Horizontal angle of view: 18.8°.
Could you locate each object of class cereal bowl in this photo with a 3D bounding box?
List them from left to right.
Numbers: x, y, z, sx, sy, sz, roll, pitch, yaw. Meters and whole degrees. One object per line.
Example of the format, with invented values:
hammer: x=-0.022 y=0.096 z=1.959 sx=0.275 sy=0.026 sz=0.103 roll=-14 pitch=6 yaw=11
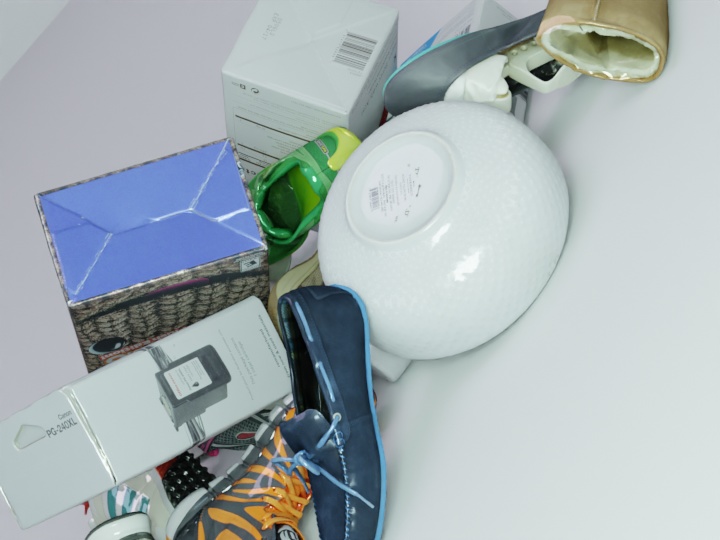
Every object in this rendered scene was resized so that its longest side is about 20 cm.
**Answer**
cereal bowl: x=0.049 y=-0.041 z=1.600 sx=0.199 sy=0.083 sz=0.201 roll=-16 pitch=57 yaw=25

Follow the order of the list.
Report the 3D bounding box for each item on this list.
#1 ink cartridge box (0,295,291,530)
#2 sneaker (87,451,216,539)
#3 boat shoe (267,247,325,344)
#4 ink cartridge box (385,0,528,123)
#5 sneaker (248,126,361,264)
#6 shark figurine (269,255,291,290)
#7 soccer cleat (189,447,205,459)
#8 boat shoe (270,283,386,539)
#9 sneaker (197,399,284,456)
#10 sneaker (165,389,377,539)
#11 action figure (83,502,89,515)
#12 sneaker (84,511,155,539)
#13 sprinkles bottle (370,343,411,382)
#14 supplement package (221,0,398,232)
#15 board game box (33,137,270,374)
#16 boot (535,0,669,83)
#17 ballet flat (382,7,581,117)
ink cartridge box: x=-0.167 y=0.108 z=1.640 sx=0.199 sy=0.084 sz=0.145 roll=-26 pitch=-2 yaw=-43
sneaker: x=-0.168 y=0.193 z=1.754 sx=0.200 sy=0.070 sz=0.094 roll=47 pitch=118 yaw=30
boat shoe: x=0.000 y=0.000 z=1.771 sx=0.072 sy=0.073 sz=0.200 roll=4 pitch=28 yaw=30
ink cartridge box: x=0.078 y=-0.125 z=1.813 sx=0.116 sy=0.068 sz=0.201 roll=-39 pitch=24 yaw=36
sneaker: x=-0.069 y=-0.057 z=1.827 sx=0.083 sy=0.074 sz=0.200 roll=-31 pitch=-6 yaw=-39
shark figurine: x=-0.093 y=0.026 z=1.946 sx=0.127 sy=0.090 sz=0.215 roll=-21 pitch=27 yaw=-9
soccer cleat: x=-0.118 y=0.098 z=1.874 sx=0.200 sy=0.073 sz=0.068 roll=-36 pitch=26 yaw=40
boat shoe: x=-0.032 y=0.111 z=1.551 sx=0.084 sy=0.068 sz=0.201 roll=-33 pitch=60 yaw=51
sneaker: x=-0.070 y=0.104 z=1.765 sx=0.199 sy=0.075 sz=0.081 roll=-8 pitch=31 yaw=43
sneaker: x=-0.049 y=0.171 z=1.621 sx=0.200 sy=0.078 sz=0.112 roll=-46 pitch=36 yaw=0
action figure: x=-0.190 y=0.141 z=1.842 sx=0.065 sy=0.099 sz=0.202 roll=14 pitch=106 yaw=44
sneaker: x=-0.181 y=0.287 z=1.699 sx=0.116 sy=0.075 sz=0.201 roll=59 pitch=151 yaw=28
sprinkles bottle: x=0.055 y=-0.013 z=1.680 sx=0.201 sy=0.068 sz=0.068 roll=-55 pitch=20 yaw=-6
supplement package: x=-0.041 y=-0.140 z=1.900 sx=0.200 sy=0.119 sz=0.122 roll=90 pitch=-158 yaw=-59
board game box: x=-0.159 y=-0.004 z=1.720 sx=0.158 sy=0.097 sz=0.200 roll=-17 pitch=-18 yaw=-7
boot: x=0.162 y=-0.237 z=1.692 sx=0.201 sy=0.174 sz=0.066 roll=-72 pitch=-11 yaw=-46
ballet flat: x=0.116 y=-0.157 z=1.698 sx=0.199 sy=0.074 sz=0.073 roll=-23 pitch=13 yaw=-16
